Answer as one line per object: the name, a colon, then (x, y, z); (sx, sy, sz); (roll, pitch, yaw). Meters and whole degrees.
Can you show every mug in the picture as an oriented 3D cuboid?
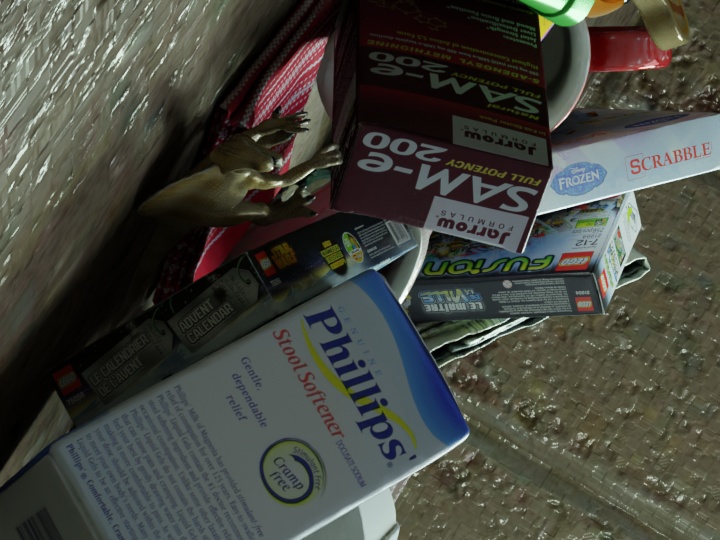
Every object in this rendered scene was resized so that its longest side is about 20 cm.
mug: (0.112, -0.143, 1.994); (0.134, 0.177, 0.200); (-62, 178, 7)

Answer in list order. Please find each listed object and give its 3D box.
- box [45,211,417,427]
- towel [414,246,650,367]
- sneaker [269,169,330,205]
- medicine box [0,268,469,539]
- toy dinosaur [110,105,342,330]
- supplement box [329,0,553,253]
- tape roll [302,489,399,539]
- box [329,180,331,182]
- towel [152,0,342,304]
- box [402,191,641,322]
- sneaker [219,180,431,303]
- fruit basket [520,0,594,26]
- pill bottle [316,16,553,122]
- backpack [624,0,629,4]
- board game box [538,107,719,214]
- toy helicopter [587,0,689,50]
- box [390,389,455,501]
box: (-0.065, 0.019, 1.552); (0.137, 0.040, 0.200); (-31, 178, 23)
towel: (0.083, -0.015, 2.065); (0.192, 0.200, 0.035); (-23, 123, -15)
sneaker: (-0.023, -0.013, 1.907); (0.078, 0.086, 0.200); (-61, 174, 23)
medicine box: (-0.073, 0.104, 1.492); (0.200, 0.103, 0.182); (-29, 177, -23)
toy dinosaur: (-0.074, -0.042, 1.497); (0.101, 0.058, 0.200); (-20, 166, -31)
supplement box: (0.042, -0.097, 1.575); (0.200, 0.109, 0.061); (-91, -164, -55)
tape roll: (-0.083, 0.153, 1.695); (0.203, 0.202, 0.071); (-60, 174, 16)
box: (0.000, 0.000, 1.821); (0.200, 0.041, 0.039); (97, 17, -52)
towel: (-0.058, -0.073, 1.630); (0.145, 0.022, 0.200); (-55, 173, -36)
box: (0.084, -0.009, 1.999); (0.110, 0.200, 0.035); (-62, 142, -51)
sneaker: (-0.037, 0.010, 1.695); (0.200, 0.075, 0.105); (-37, -163, 13)
fruit basket: (0.114, -0.256, 1.610); (0.216, 0.155, 0.216); (-41, 156, -23)
pill bottle: (0.060, -0.158, 1.772); (0.200, 0.104, 0.104); (-53, 172, -41)
backpack: (0.168, -0.295, 1.852); (0.200, 0.126, 0.167); (118, -15, -46)
board game box: (0.115, -0.074, 1.998); (0.200, 0.041, 0.199); (-14, -169, -26)
toy helicopter: (0.159, -0.198, 1.767); (0.079, 0.200, 0.132); (-22, -133, 18)
box: (-0.064, 0.134, 1.931); (0.166, 0.164, 0.200); (-61, 174, 23)
